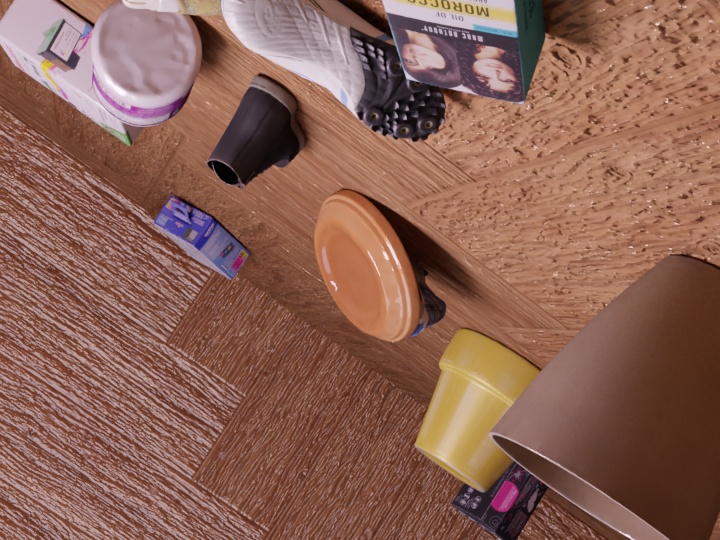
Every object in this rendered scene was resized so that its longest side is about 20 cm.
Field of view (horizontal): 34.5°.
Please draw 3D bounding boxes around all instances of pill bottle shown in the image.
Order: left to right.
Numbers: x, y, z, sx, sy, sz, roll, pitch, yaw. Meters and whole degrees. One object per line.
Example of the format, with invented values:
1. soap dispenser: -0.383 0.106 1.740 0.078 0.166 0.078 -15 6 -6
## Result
1. pill bottle: -0.230 -0.215 1.231 0.112 0.113 0.200 35 171 -10

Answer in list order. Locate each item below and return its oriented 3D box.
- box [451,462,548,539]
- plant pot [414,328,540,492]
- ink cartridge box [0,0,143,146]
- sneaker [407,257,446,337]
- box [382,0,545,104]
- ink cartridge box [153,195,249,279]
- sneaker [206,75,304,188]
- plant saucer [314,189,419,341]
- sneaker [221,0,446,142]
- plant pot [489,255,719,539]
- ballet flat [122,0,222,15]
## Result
1. box: 0.313 0.467 2.512 0.131 0.201 0.115 26 167 39
2. plant pot: 0.183 0.221 1.759 0.199 0.190 0.201 33 170 7
3. ink cartridge box: -0.367 -0.267 1.525 0.199 0.084 0.145 35 171 0
4. sneaker: 0.040 0.010 1.534 0.084 0.078 0.201 -10 -132 -37
5. box: 0.053 -0.163 0.635 0.081 0.050 0.200 14 165 16
6. ink cartridge box: -0.340 -0.075 2.433 0.136 0.077 0.200 27 170 34
7. sneaker: -0.121 -0.133 1.274 0.074 0.107 0.200 32 171 7
8. plant saucer: 0.000 0.000 1.441 0.200 0.037 0.202 43 147 36
9. sneaker: -0.016 -0.170 0.894 0.199 0.072 0.073 31 -154 -17
10. plant pot: 0.231 0.096 0.919 0.186 0.201 0.187 32 171 6
11. ballet flat: -0.204 -0.269 1.008 0.199 0.071 0.071 37 170 -16
